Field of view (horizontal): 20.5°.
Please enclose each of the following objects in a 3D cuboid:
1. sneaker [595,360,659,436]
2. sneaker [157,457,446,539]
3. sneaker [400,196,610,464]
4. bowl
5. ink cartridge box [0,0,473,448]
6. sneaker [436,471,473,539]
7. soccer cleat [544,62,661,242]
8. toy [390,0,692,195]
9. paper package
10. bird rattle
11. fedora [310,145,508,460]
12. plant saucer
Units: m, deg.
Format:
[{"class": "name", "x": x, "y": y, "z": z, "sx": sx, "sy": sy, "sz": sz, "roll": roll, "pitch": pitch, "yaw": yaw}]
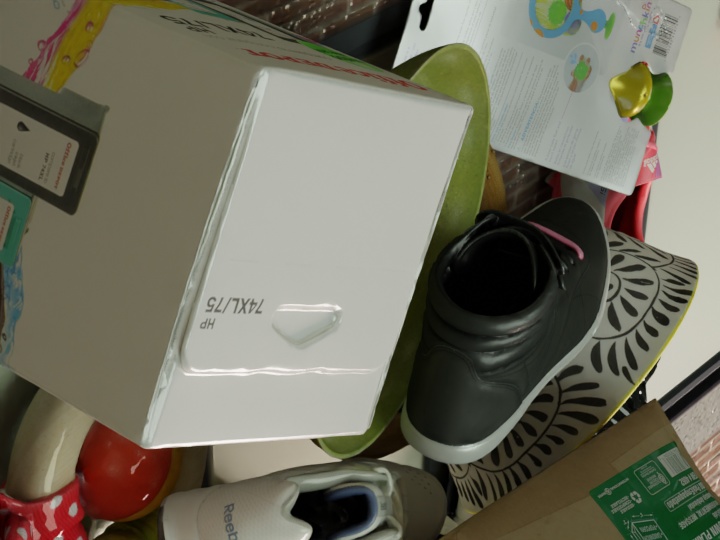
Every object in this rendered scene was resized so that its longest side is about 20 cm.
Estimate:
[{"class": "sneaker", "x": 0.144, "y": 0.099, "z": 1.274, "sx": 0.075, "sy": 0.079, "sz": 0.201, "roll": 40, "pitch": 42, "yaw": -19}, {"class": "sneaker", "x": -0.009, "y": 0.126, "z": 0.969, "sx": 0.199, "sy": 0.087, "sz": 0.075, "roll": -4, "pitch": 75, "yaw": -56}, {"class": "sneaker", "x": 0.086, "y": 0.001, "z": 0.999, "sx": 0.200, "sy": 0.070, "sz": 0.100, "roll": -51, "pitch": 160, "yaw": -44}, {"class": "bowl", "x": 0.097, "y": 0.038, "z": 1.178, "sx": 0.201, "sy": 0.094, "sz": 0.201, "roll": -47, "pitch": -173, "yaw": 7}, {"class": "ink cartridge box", "x": -0.088, "y": -0.036, "z": 0.798, "sx": 0.146, "sy": 0.199, "sz": 0.147, "roll": 3, "pitch": 109, "yaw": -56}, {"class": "sneaker", "x": 0.067, "y": 0.173, "z": 1.273, "sx": 0.198, "sy": 0.079, "sz": 0.131, "roll": -26, "pitch": 125, "yaw": -38}, {"class": "soccer cleat", "x": 0.157, "y": -0.094, "z": 1.221, "sx": 0.066, "sy": 0.076, "sz": 0.202, "roll": -29, "pitch": 133, "yaw": -42}, {"class": "toy", "x": 0.094, "y": -0.123, "z": 1.121, "sx": 0.199, "sy": 0.047, "sz": 0.116, "roll": 16, "pitch": 95, "yaw": -36}, {"class": "paper package", "x": 0.081, "y": 0.181, "z": 1.036, "sx": 0.199, "sy": 0.104, "sz": 0.191, "roll": -23, "pitch": 163, "yaw": -48}, {"class": "bird rattle", "x": -0.134, "y": 0.111, "z": 0.960, "sx": 0.199, "sy": 0.112, "sz": 0.165, "roll": 26, "pitch": 75, "yaw": -48}, {"class": "fedora", "x": 0.000, "y": 0.000, "z": 1.056, "sx": 0.200, "sy": 0.081, "sz": 0.203, "roll": -22, "pitch": 120, "yaw": -44}, {"class": "plant saucer", "x": 0.009, "y": -0.012, "z": 0.932, "sx": 0.201, "sy": 0.031, "sz": 0.200, "roll": 90, "pitch": 26, "yaw": -44}]
